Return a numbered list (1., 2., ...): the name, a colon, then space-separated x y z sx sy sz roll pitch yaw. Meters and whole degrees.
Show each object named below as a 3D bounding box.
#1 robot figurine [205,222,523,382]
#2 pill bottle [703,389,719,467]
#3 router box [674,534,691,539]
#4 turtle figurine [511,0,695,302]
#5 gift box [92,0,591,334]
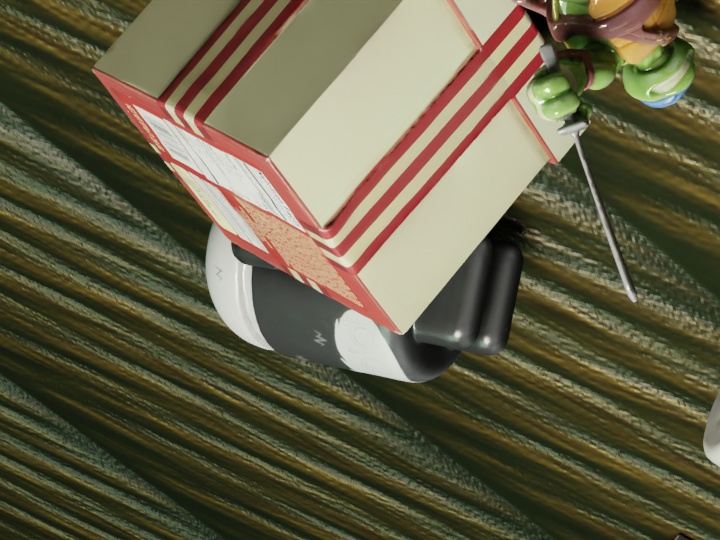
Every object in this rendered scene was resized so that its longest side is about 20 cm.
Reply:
1. robot figurine: 0.000 -0.002 1.760 0.199 0.125 0.151 11 139 30
2. pill bottle: 0.313 0.112 1.681 0.199 0.111 0.111 30 154 -6
3. router box: 0.285 0.285 2.085 0.199 0.062 0.150 28 153 -1
4. turtle figurine: 0.138 -0.135 1.363 0.143 0.201 0.194 -26 127 17
5. gift box: -0.014 -0.113 1.504 0.200 0.187 0.185 32 164 40
